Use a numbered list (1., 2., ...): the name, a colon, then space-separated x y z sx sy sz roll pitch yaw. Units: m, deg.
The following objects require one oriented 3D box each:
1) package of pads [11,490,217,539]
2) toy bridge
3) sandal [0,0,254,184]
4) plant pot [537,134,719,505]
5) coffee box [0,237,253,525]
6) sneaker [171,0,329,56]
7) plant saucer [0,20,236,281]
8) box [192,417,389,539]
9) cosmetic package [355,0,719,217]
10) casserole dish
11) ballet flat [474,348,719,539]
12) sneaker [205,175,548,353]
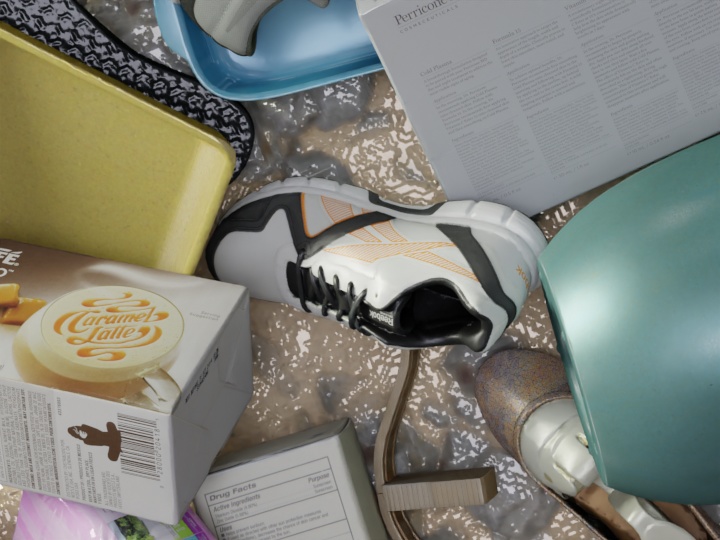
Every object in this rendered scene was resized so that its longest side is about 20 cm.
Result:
1. package of pads: -0.111 0.195 1.204 0.200 0.075 0.121 46 135 30
2. toy bridge: 0.044 0.124 1.256 0.067 0.027 0.202 -6 98 23
3. sandal: -0.154 -0.108 1.266 0.200 0.048 0.076 32 95 -9
4. plant pot: 0.184 0.031 1.149 0.160 0.201 0.202 -17 91 2
5. coffee box: -0.170 0.052 1.193 0.199 0.115 0.080 11 127 16
6. sneaker: -0.017 -0.196 1.197 0.200 0.074 0.079 -39 97 13
7. plant saucer: -0.176 -0.045 1.234 0.199 0.049 0.201 27 126 3
8. box: -0.021 0.194 1.248 0.094 0.078 0.201 -16 92 7
9. cosmetic package: 0.116 -0.124 1.201 0.199 0.052 0.151 -24 118 7
10. casserole dish: -0.017 -0.167 1.247 0.199 0.039 0.122 -15 92 8
11. ballet flat: 0.143 0.118 1.231 0.200 0.067 0.068 41 99 3
12. sneaker: 0.000 0.000 1.211 0.199 0.080 0.074 3 130 24
